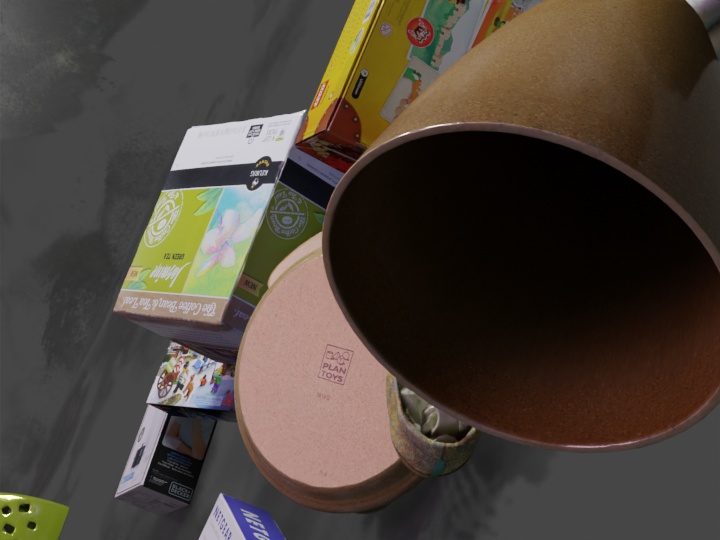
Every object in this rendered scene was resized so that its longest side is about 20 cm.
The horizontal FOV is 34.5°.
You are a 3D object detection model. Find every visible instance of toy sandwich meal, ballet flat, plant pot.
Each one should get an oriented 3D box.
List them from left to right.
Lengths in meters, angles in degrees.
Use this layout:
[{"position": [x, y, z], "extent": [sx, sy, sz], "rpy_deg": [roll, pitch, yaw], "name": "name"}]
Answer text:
[{"position": [-0.615, 0.458, 1.918], "extent": [0.200, 0.180, 0.201], "rpy_deg": [-28, 40, 61], "name": "plant pot"}, {"position": [-0.002, 0.066, 0.792], "extent": [0.203, 0.070, 0.208], "rpy_deg": [-9, 70, 27], "name": "toy sandwich meal"}, {"position": [0.044, 0.021, 0.697], "extent": [0.071, 0.070, 0.202], "rpy_deg": [149, 122, -60], "name": "ballet flat"}, {"position": [0.104, -0.052, 0.554], "extent": [0.186, 0.186, 0.201], "rpy_deg": [-43, 14, 49], "name": "plant pot"}]

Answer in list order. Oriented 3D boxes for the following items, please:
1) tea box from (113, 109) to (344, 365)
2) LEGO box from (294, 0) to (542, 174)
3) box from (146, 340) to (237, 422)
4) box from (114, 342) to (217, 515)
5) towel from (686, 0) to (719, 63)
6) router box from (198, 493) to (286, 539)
[{"position": [-0.092, -0.020, 1.042], "extent": [0.199, 0.133, 0.199], "rpy_deg": [1, 67, 52], "name": "tea box"}, {"position": [0.065, -0.147, 0.804], "extent": [0.202, 0.148, 0.077], "rpy_deg": [-67, 17, -9], "name": "LEGO box"}, {"position": [-0.135, 0.083, 1.179], "extent": [0.199, 0.038, 0.138], "rpy_deg": [-6, 60, 53], "name": "box"}, {"position": [-0.204, 0.166, 1.311], "extent": [0.116, 0.060, 0.202], "rpy_deg": [-32, 36, 60], "name": "box"}, {"position": [0.191, -0.187, 0.659], "extent": [0.200, 0.048, 0.173], "rpy_deg": [-44, 26, 50], "name": "towel"}, {"position": [-0.108, 0.288, 0.884], "extent": [0.181, 0.048, 0.200], "rpy_deg": [-65, 17, -1], "name": "router box"}]
